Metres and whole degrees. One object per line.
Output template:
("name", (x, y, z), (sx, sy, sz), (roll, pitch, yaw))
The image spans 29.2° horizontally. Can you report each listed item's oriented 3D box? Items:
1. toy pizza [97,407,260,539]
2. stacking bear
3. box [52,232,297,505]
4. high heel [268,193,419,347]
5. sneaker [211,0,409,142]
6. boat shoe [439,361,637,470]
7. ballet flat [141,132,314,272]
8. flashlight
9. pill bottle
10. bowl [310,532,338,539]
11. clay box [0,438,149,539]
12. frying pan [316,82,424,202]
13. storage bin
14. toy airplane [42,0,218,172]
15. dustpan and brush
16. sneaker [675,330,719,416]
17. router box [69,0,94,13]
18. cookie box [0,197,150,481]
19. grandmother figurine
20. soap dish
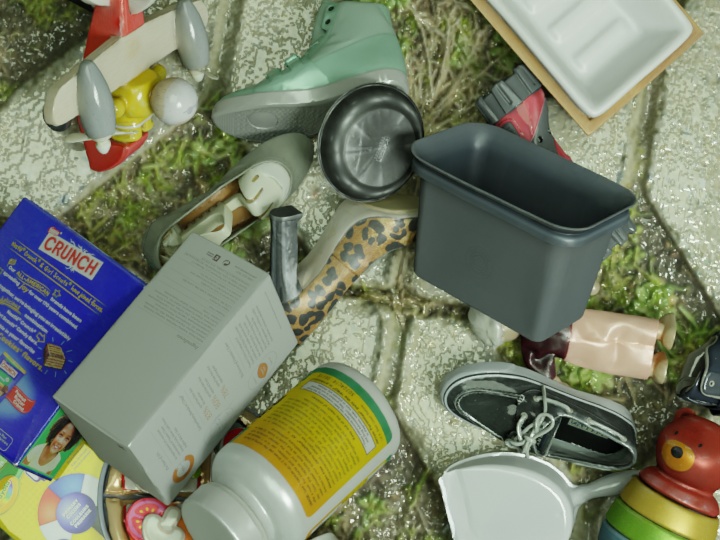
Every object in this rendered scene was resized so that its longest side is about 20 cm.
("toy pizza", (-0.149, 0.214, 1.307), (0.198, 0.032, 0.202), (6, 69, -15))
("stacking bear", (0.287, 0.231, 1.298), (0.121, 0.113, 0.202), (30, 98, 43))
("box", (-0.164, 0.089, 1.260), (0.097, 0.125, 0.200), (28, 66, 26))
("high heel", (0.000, 0.000, 1.364), (0.198, 0.071, 0.144), (-6, 114, -20))
("sneaker", (-0.054, -0.201, 1.367), (0.198, 0.074, 0.119), (-12, 63, 10))
("boat shoe", (0.171, 0.148, 1.330), (0.198, 0.068, 0.074), (20, 118, -5))
("ballet flat", (-0.121, -0.059, 1.342), (0.199, 0.064, 0.068), (-34, 122, -2))
("flashlight", (0.197, -0.107, 1.367), (0.068, 0.068, 0.200), (-39, 92, 10))
("pill bottle", (-0.065, 0.183, 1.268), (0.200, 0.113, 0.113), (-39, 88, -32))
("bowl", (-0.040, 0.303, 1.263), (0.199, 0.201, 0.095), (-30, 74, -5))
("clay box", (-0.278, 0.226, 1.323), (0.200, 0.048, 0.115), (41, 83, 0))
("frying pan", (0.036, -0.097, 1.327), (0.115, 0.031, 0.190), (-48, 120, -5))
("storage bin", (0.144, -0.036, 1.293), (0.199, 0.145, 0.135), (30, 126, 31))
("toy airplane", (-0.209, -0.193, 1.287), (0.140, 0.199, 0.201), (30, 83, 11))
("dustpan and brush", (0.185, 0.231, 1.346), (0.198, 0.057, 0.141), (-14, 97, 3))
("sneaker", (0.379, 0.155, 1.335), (0.145, 0.077, 0.205), (2, 75, -13))
("router box", (-0.315, -0.369, 1.370), (0.199, 0.051, 0.150), (28, 86, 0))
("cookie box", (-0.302, 0.063, 1.296), (0.170, 0.075, 0.201), (33, 83, 23))
("grandmother figurine", (0.202, 0.065, 1.355), (0.198, 0.061, 0.123), (12, 91, 1))
("soap dish", (0.215, -0.255, 1.369), (0.157, 0.081, 0.200), (-41, 88, -5))
